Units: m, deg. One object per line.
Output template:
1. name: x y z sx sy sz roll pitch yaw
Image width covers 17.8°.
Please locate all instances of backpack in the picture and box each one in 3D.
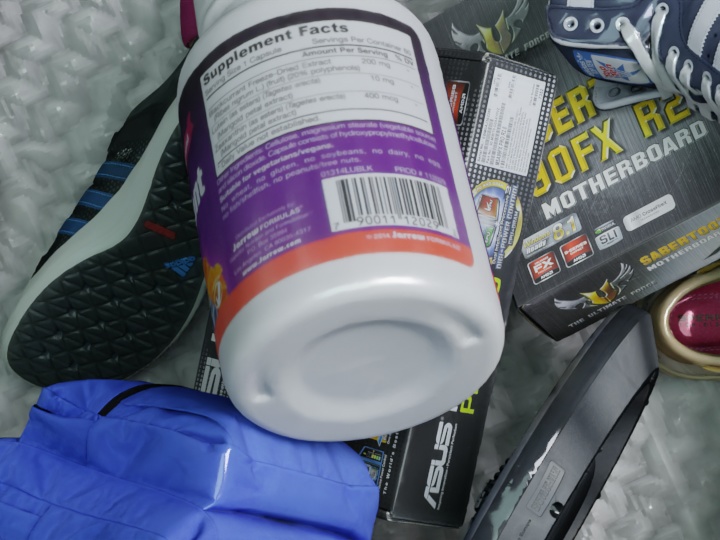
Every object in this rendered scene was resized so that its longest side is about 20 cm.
1. backpack: -0.095 0.132 0.956 0.199 0.162 0.169 4 74 43

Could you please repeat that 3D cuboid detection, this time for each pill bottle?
1. pill bottle: -0.014 -0.043 0.920 0.111 0.112 0.201 -14 56 3

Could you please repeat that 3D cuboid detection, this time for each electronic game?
1. electronic game: 0.071 0.103 0.986 0.041 0.200 0.201 30 91 11

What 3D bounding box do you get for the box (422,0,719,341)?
1. box: 0.138 -0.084 1.005 0.199 0.048 0.159 -27 59 16

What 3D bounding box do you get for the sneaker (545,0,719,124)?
1. sneaker: 0.144 -0.079 0.925 0.108 0.070 0.201 -27 51 10

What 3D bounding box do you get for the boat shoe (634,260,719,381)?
1. boat shoe: 0.225 0.020 1.042 0.199 0.069 0.074 -8 89 3

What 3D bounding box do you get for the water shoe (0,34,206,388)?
1. water shoe: -0.096 -0.025 1.067 0.071 0.079 0.200 31 117 -23

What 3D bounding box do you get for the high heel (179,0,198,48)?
1. high heel: 0.012 -0.134 1.039 0.199 0.067 0.097 9 77 31

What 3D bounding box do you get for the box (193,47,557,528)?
1. box: 0.000 0.000 1.019 0.044 0.160 0.201 12 91 -40
